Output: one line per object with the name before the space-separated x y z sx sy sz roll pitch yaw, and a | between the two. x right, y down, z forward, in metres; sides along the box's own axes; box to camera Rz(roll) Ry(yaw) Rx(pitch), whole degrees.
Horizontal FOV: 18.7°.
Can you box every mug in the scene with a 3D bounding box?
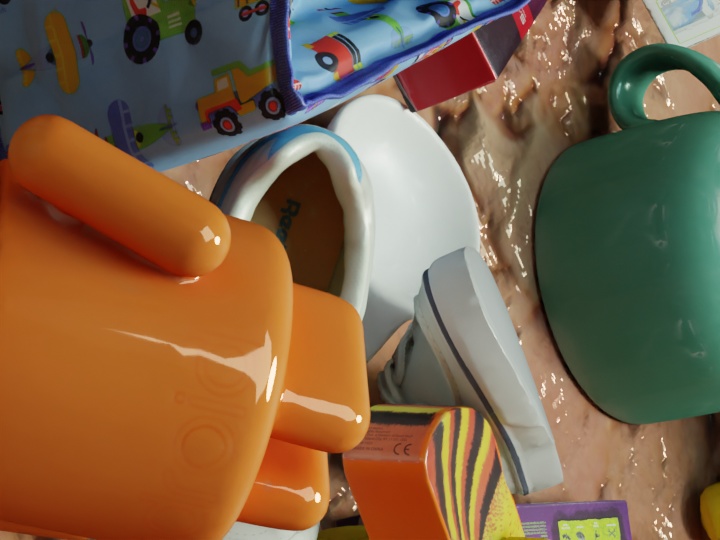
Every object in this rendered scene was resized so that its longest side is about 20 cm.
mug | 0.173 -0.019 1.121 0.152 0.114 0.185 -34 106 -52

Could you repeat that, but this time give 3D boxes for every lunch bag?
lunch bag | -0.031 -0.094 0.848 0.200 0.150 0.094 -14 89 -53

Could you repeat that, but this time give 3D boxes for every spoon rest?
spoon rest | 0.000 0.000 0.931 0.099 0.061 0.200 51 44 -19

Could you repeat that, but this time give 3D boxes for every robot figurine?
robot figurine | -0.098 0.025 0.709 0.200 0.144 0.117 14 76 -15

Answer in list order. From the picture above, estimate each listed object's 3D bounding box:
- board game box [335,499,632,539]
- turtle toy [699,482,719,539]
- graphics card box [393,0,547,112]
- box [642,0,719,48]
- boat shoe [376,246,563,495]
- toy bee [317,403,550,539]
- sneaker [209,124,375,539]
board game box | 0.067 0.167 0.994 0.200 0.032 0.120 6 70 -51
turtle toy | 0.277 0.162 1.196 0.101 0.146 0.200 -50 121 -72
graphics card box | 0.045 -0.174 1.038 0.126 0.051 0.200 61 29 -17
box | 0.162 -0.231 1.142 0.200 0.101 0.113 52 21 -40
boat shoe | 0.039 0.052 0.907 0.200 0.066 0.072 63 8 -70
toy bee | 0.040 0.126 0.883 0.109 0.131 0.200 -52 156 -53
sneaker | -0.041 0.043 0.815 0.076 0.081 0.200 9 84 -9
